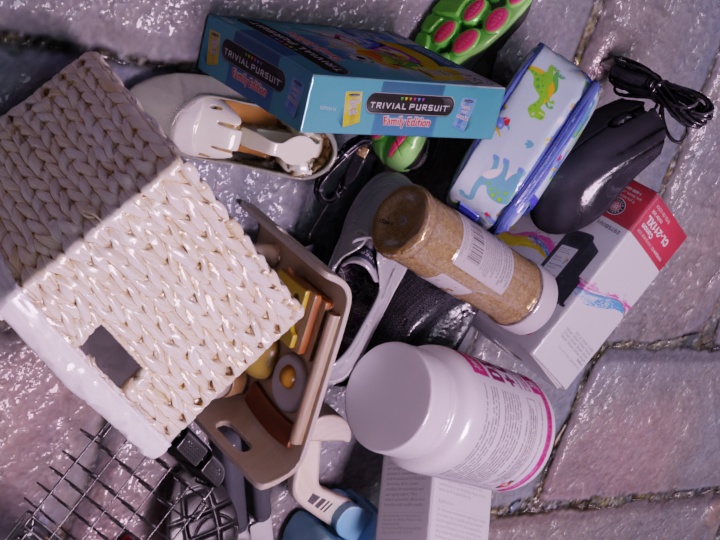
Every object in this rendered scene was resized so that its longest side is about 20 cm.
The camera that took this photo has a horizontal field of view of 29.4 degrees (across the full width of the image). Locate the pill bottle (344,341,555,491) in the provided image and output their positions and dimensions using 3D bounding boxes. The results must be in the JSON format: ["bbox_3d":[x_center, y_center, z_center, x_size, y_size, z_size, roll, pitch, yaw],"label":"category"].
[{"bbox_3d":[0.082,0.131,1.233,0.199,0.113,0.114,22,100,-50],"label":"pill bottle"}]

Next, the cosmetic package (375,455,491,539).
[{"bbox_3d":[0.078,0.190,1.370,0.101,0.071,0.203,25,66,-45],"label":"cosmetic package"}]

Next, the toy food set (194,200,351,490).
[{"bbox_3d":[-0.088,0.061,1.164,0.060,0.143,0.202,1,114,-39],"label":"toy food set"}]

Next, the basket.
[{"bbox_3d":[-0.176,-0.015,0.990,0.160,0.200,0.199,-40,133,-5],"label":"basket"}]

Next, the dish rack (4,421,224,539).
[{"bbox_3d":[-0.215,0.201,1.169,0.201,0.054,0.154,-52,127,-16],"label":"dish rack"}]

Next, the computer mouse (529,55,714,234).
[{"bbox_3d":[0.233,-0.124,1.337,0.200,0.138,0.053,-48,136,-3],"label":"computer mouse"}]

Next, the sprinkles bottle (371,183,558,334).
[{"bbox_3d":[0.095,-0.007,1.207,0.199,0.068,0.069,30,94,-43],"label":"sprinkles bottle"}]

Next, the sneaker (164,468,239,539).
[{"bbox_3d":[-0.153,0.279,1.296,0.075,0.079,0.203,-16,105,-27],"label":"sneaker"}]

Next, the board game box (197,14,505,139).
[{"bbox_3d":[-0.006,-0.155,1.098,0.198,0.151,0.047,-2,116,-40],"label":"board game box"}]

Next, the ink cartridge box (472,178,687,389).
[{"bbox_3d":[0.203,-0.005,1.372,0.201,0.145,0.083,-51,135,-4],"label":"ink cartridge box"}]

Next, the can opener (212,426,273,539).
[{"bbox_3d":[-0.101,0.236,1.313,0.053,0.067,0.202,-23,128,-29],"label":"can opener"}]

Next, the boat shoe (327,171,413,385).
[{"bbox_3d":[0.000,0.000,1.197,0.202,0.071,0.069,-62,177,-14],"label":"boat shoe"}]

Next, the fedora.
[{"bbox_3d":[0.047,0.040,1.289,0.199,0.091,0.202,-29,137,-31],"label":"fedora"}]

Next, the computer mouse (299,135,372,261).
[{"bbox_3d":[-0.035,-0.029,1.208,0.058,0.034,0.202,-7,130,-50],"label":"computer mouse"}]

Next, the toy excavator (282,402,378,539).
[{"bbox_3d":[-0.030,0.251,1.373,0.199,0.100,0.196,33,90,-38],"label":"toy excavator"}]

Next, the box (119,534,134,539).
[{"bbox_3d":[-0.205,0.358,1.276,0.099,0.095,0.202,-32,131,-20],"label":"box"}]

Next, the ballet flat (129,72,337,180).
[{"bbox_3d":[-0.099,-0.114,1.106,0.198,0.064,0.068,6,110,-42],"label":"ballet flat"}]

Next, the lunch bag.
[{"bbox_3d":[0.141,-0.109,1.236,0.162,0.082,0.200,-56,178,-1],"label":"lunch bag"}]

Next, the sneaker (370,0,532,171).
[{"bbox_3d":[0.085,-0.176,1.231,0.201,0.077,0.084,-53,148,8],"label":"sneaker"}]
